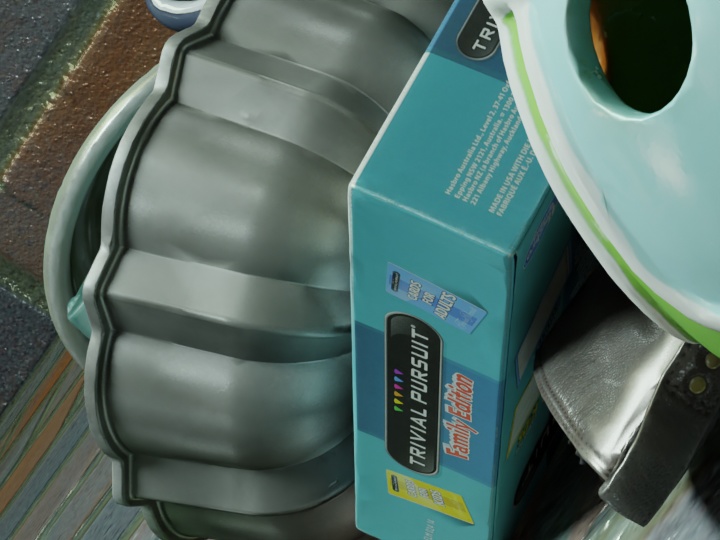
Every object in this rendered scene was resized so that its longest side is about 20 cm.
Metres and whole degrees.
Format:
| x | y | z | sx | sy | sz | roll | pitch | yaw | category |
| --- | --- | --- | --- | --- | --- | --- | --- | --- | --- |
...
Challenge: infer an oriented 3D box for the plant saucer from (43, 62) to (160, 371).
| x | y | z | sx | sy | sz | roll | pitch | yaw | category |
| --- | --- | --- | --- | --- | --- | --- | --- | --- | --- |
| -0.054 | -0.034 | 1.281 | 0.200 | 0.200 | 0.050 | -55 | 45 | 12 | plant saucer |

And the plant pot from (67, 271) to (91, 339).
| x | y | z | sx | sy | sz | roll | pitch | yaw | category |
| --- | --- | --- | --- | --- | --- | --- | --- | --- | --- |
| -0.031 | 0.005 | 1.167 | 0.201 | 0.134 | 0.200 | -56 | 7 | 11 | plant pot |

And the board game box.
| x | y | z | sx | sy | sz | roll | pitch | yaw | category |
| --- | --- | --- | --- | --- | --- | --- | --- | --- | --- |
| 0.049 | -0.022 | 0.819 | 0.151 | 0.047 | 0.200 | -60 | -14 | -26 | board game box |

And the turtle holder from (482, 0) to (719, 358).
| x | y | z | sx | sy | sz | roll | pitch | yaw | category |
| --- | --- | --- | --- | --- | --- | --- | --- | --- | --- |
| 0.104 | -0.054 | 0.542 | 0.141 | 0.132 | 0.186 | -59 | 7 | -23 | turtle holder |

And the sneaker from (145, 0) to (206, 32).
| x | y | z | sx | sy | sz | roll | pitch | yaw | category |
| --- | --- | --- | --- | --- | --- | --- | --- | --- | --- |
| 0.012 | -0.138 | 0.984 | 0.200 | 0.108 | 0.070 | -45 | 49 | 19 | sneaker |

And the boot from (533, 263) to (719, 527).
| x | y | z | sx | sy | sz | roll | pitch | yaw | category |
| --- | --- | --- | --- | --- | --- | --- | --- | --- | --- |
| 0.098 | -0.035 | 0.759 | 0.174 | 0.069 | 0.200 | -56 | 7 | 17 | boot |

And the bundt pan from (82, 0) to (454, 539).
| x | y | z | sx | sy | sz | roll | pitch | yaw | category |
| --- | --- | --- | --- | --- | --- | --- | --- | --- | --- |
| 0.000 | 0.000 | 0.928 | 0.202 | 0.076 | 0.202 | -37 | -46 | -49 | bundt pan |
